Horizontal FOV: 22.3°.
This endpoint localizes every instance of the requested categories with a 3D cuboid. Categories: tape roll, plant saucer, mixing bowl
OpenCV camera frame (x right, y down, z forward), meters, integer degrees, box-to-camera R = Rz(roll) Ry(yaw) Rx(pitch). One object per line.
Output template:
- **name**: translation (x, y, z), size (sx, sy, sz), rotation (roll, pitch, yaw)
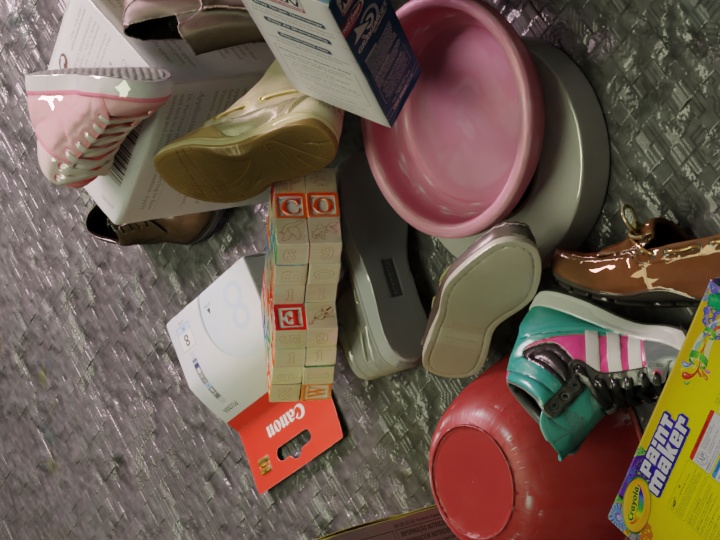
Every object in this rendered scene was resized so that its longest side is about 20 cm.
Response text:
- **tape roll**: translation (0.122, -0.097, 1.535), size (0.202, 0.037, 0.204), rotation (12, 106, 46)
- **plant saucer**: translation (0.082, -0.128, 1.508), size (0.200, 0.051, 0.202), rotation (11, 105, 48)
- **mixing bowl**: translation (0.128, 0.166, 1.522), size (0.199, 0.108, 0.202), rotation (11, 105, 48)

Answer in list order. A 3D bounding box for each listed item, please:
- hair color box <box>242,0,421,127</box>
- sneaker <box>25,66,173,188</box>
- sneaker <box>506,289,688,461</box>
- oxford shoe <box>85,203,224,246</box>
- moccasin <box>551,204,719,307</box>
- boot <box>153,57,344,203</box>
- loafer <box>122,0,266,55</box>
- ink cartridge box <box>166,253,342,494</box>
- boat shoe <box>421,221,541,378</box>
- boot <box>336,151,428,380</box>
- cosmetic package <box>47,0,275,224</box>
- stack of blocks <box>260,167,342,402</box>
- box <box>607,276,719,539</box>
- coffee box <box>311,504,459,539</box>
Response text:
- **hair color box**: translation (-0.026, -0.195, 1.424), size (0.100, 0.200, 0.061), rotation (23, 76, 23)
- **sneaker**: translation (-0.224, -0.124, 1.590), size (0.200, 0.075, 0.105), rotation (6, 103, 51)
- **sneaker**: translation (0.191, 0.095, 1.406), size (0.199, 0.084, 0.121), rotation (18, 67, 37)
- **oxford shoe**: translation (-0.214, -0.056, 1.883), size (0.199, 0.084, 0.073), rotation (-17, 83, 47)
- **moccasin**: translation (0.231, -0.010, 1.402), size (0.201, 0.073, 0.078), rotation (1, 88, 51)
- **boot**: translation (-0.082, -0.146, 1.606), size (0.199, 0.073, 0.156), rotation (-15, 41, 39)
- **loafer**: translation (-0.121, -0.213, 1.581), size (0.199, 0.073, 0.071), rotation (11, 72, 27)
- **ink cartridge box**: translation (-0.108, 0.106, 1.820), size (0.160, 0.047, 0.201), rotation (-38, 67, 45)
- **boat shoe**: translation (0.098, 0.015, 1.505), size (0.200, 0.071, 0.060), rotation (112, 167, -54)
- **boot**: translation (0.000, 0.000, 1.664), size (0.095, 0.073, 0.201), rotation (-28, 70, 54)
- **cosmetic package**: translation (-0.170, -0.166, 1.726), size (0.165, 0.199, 0.165), rotation (47, 128, 30)
- **stack of blocks**: translation (-0.053, 0.016, 1.651), size (0.201, 0.058, 0.116), rotation (98, 168, -51)
- **box**: translation (0.302, 0.108, 1.252), size (0.122, 0.192, 0.201), rotation (40, 124, 36)
- **coffee box**: translation (0.009, 0.336, 1.616), size (0.199, 0.199, 0.199), rotation (-35, 71, 45)
